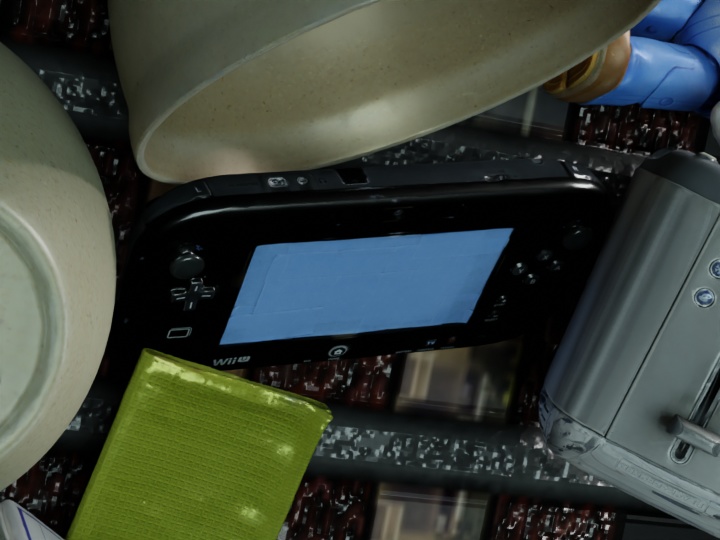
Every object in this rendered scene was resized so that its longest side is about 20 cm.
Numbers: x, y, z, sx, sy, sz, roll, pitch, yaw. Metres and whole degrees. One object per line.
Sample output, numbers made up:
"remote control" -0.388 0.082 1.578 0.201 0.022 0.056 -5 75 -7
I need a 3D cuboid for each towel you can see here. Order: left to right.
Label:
"towel" -0.085 0.133 0.786 0.086 0.018 0.200 18 102 -26

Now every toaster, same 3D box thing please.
"toaster" 0.140 0.027 0.802 0.113 0.200 0.129 27 96 2

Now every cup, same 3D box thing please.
"cup" -0.165 0.008 0.676 0.200 0.143 0.201 -4 101 -23

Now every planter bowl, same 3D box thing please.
"planter bowl" -0.006 -0.129 0.706 0.200 0.200 0.135 -17 80 -19

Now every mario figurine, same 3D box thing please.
"mario figurine" 0.179 -0.101 0.824 0.199 0.106 0.124 9 95 -23

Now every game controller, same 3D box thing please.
"game controller" 0.000 0.000 0.779 0.199 0.042 0.104 -4 134 -23

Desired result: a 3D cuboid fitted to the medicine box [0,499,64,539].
"medicine box" -0.116 0.223 0.741 0.182 0.103 0.200 -46 114 1
